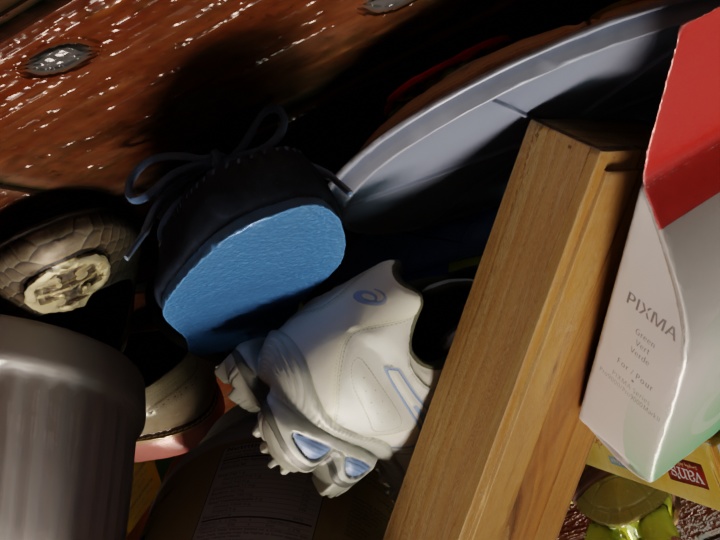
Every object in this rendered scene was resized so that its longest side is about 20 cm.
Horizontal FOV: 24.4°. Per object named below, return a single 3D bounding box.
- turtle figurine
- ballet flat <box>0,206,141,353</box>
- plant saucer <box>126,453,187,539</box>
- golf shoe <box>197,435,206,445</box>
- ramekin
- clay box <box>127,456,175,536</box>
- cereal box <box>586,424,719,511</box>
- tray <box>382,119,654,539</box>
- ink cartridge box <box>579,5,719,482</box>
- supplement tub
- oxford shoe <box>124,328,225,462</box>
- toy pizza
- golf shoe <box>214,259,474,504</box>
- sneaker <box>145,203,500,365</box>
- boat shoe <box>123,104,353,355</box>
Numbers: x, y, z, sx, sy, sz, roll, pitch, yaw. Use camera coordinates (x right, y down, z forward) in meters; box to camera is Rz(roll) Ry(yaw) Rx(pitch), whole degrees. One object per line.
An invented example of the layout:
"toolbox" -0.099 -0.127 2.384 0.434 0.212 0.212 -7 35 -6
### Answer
"turtle figurine" 0.141 0.114 0.801 0.199 0.162 0.065 -9 126 17
"ballet flat" -0.125 0.020 0.730 0.067 0.047 0.200 -16 166 -13
"plant saucer" -0.158 0.146 0.936 0.199 0.038 0.201 -10 -150 6
"golf shoe" -0.003 0.067 0.839 0.199 0.078 0.088 -18 136 7
"ramekin" -0.193 0.099 0.720 0.199 0.106 0.200 -2 158 -1
"clay box" -0.189 0.138 0.877 0.114 0.048 0.200 3 -145 23
"cereal box" 0.198 0.039 0.783 0.199 0.040 0.144 -27 -164 -23
"tray" 0.073 0.039 0.675 0.098 0.037 0.201 -7 120 -55
"ink cartridge box" 0.167 -0.030 0.645 0.160 0.050 0.201 -30 147 -32
"supplement tub" -0.037 0.158 0.737 0.144 0.145 0.200 -23 -157 20
"oxford shoe" -0.172 0.066 0.858 0.199 0.071 0.075 -14 139 -10
"toy pizza" 0.074 -0.069 0.665 0.199 0.032 0.200 -22 169 -4
"golf shoe" 0.031 0.050 0.702 0.097 0.078 0.200 -43 154 13
"sneaker" 0.000 0.000 0.783 0.199 0.079 0.066 -4 129 8
"boat shoe" -0.057 -0.016 0.641 0.084 0.069 0.200 -13 169 -17
